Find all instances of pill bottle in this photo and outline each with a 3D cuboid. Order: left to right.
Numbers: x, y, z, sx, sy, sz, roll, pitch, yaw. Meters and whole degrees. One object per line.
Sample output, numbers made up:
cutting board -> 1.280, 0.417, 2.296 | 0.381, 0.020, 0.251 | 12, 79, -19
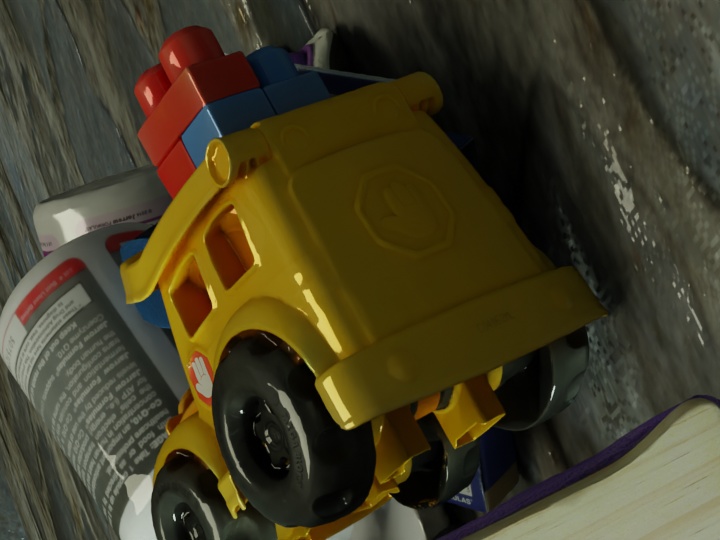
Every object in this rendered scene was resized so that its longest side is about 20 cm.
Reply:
pill bottle -> -0.115, 0.041, 1.246 | 0.112, 0.112, 0.202 | -172, 64, -72
pill bottle -> -0.097, 0.082, 1.096 | 0.200, 0.113, 0.114 | 52, 157, 27

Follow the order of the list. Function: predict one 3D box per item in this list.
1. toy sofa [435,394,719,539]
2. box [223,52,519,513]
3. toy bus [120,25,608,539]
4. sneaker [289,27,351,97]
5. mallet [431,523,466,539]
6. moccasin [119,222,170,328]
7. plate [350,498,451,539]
toy sofa -> 0.040, 0.114, 0.676 | 0.098, 0.199, 0.083 | 68, 165, -11
box -> 0.000, 0.000, 0.881 | 0.120, 0.032, 0.201 | 13, 127, 35
toy bus -> -0.031, 0.009, 0.806 | 0.193, 0.135, 0.200 | 58, 144, 13
sneaker -> -0.049, -0.060, 0.976 | 0.200, 0.083, 0.081 | 2, 111, 71
mallet -> 0.074, 0.207, 0.959 | 0.066, 0.041, 0.201 | 38, 147, 60
moccasin -> -0.039, -0.004, 1.004 | 0.199, 0.068, 0.081 | 17, 123, 47
plate -> 0.009, 0.143, 1.097 | 0.200, 0.032, 0.201 | -129, 26, -49
